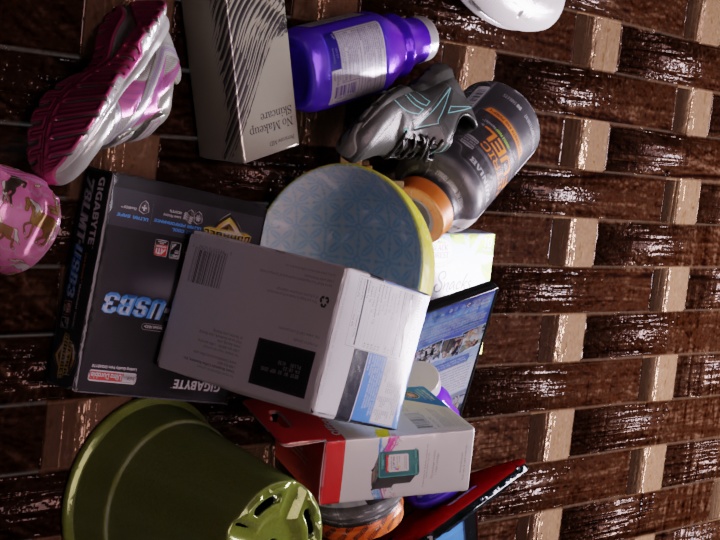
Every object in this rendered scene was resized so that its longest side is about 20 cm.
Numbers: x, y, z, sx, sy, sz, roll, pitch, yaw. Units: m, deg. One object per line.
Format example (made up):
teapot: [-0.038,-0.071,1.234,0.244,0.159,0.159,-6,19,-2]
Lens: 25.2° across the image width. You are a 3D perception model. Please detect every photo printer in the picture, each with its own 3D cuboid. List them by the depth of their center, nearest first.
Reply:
photo printer: [0.177,-0.373,1.803,0.166,0.069,0.202,11,91,-49]

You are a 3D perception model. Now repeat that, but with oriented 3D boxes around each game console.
game console: [0.104,0.321,1.846,0.199,0.172,0.119,-29,92,-41]

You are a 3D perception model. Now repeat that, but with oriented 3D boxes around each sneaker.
sneaker: [-0.212,-0.142,1.407,0.201,0.081,0.089,-57,136,-28]
sneaker: [0.053,-0.147,1.625,0.079,0.075,0.200,52,45,2]

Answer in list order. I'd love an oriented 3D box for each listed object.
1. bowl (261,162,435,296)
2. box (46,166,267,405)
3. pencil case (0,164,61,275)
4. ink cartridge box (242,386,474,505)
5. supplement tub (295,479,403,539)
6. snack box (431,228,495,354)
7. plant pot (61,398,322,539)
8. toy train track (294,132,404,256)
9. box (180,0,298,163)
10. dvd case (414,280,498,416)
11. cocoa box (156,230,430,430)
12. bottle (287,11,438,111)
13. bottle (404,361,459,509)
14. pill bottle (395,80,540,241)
bowl: [0.000,0.000,1.608,0.107,0.199,0.202,9,92,-59]
box: [-0.187,0.019,1.503,0.199,0.049,0.201,12,89,-48]
pencil case: [-0.335,-0.063,1.295,0.199,0.086,0.083,28,45,-48]
ink cartridge box: [-0.005,0.165,1.535,0.198,0.116,0.068,-2,108,-25]
supplement tub: [-0.016,0.172,1.670,0.122,0.122,0.202,-29,119,-41]
snack box: [0.064,0.025,1.777,0.199,0.053,0.144,-2,99,-48]
plant pot: [-0.142,0.232,1.493,0.199,0.189,0.202,-12,107,-45]
toy train track: [-0.018,-0.047,1.677,0.114,0.033,0.202,2,107,-9]
box: [-0.115,-0.209,1.515,0.082,0.068,0.202,-24,115,-42]
dvd case: [0.076,0.111,1.769,0.142,0.018,0.201,-18,134,-39]
cocoa box: [-0.061,0.055,1.466,0.131,0.199,0.135,18,86,-51]
bottle: [-0.001,-0.219,1.631,0.199,0.065,0.084,-23,116,-43]
bottle: [0.070,0.178,1.749,0.083,0.065,0.201,-29,141,-16]
pill bottle: [0.106,-0.112,1.738,0.200,0.105,0.107,-48,131,-40]
